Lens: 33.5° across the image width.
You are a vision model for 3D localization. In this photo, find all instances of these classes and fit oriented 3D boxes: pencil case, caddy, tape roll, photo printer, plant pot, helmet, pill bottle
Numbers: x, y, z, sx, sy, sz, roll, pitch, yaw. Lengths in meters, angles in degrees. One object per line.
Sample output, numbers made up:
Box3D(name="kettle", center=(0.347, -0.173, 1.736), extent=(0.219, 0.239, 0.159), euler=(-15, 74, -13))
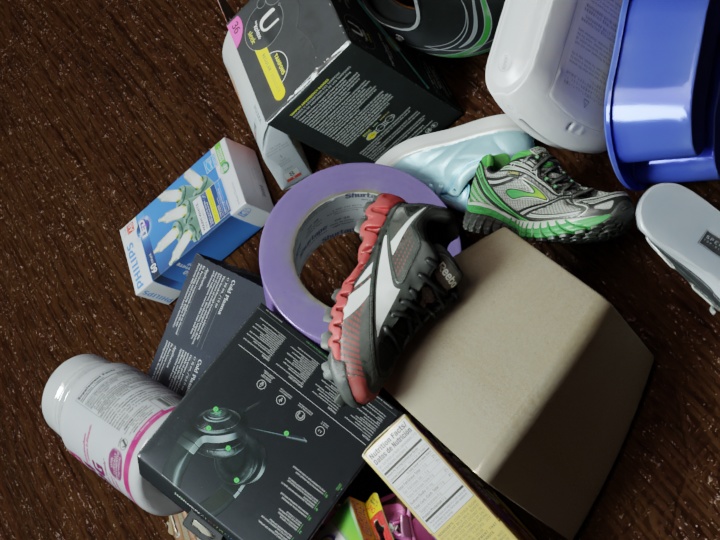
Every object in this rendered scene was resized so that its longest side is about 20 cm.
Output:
Box3D(name="pencil case", center=(-0.004, 0.264, 1.169), extent=(0.199, 0.093, 0.092), euler=(-25, 78, 34))
Box3D(name="caddy", center=(0.271, -0.170, 1.055), extent=(0.104, 0.141, 0.202), euler=(5, 78, 37))
Box3D(name="tape roll", center=(0.000, 0.000, 1.192), extent=(0.197, 0.085, 0.202), euler=(0, 64, 1))
Box3D(name="photo printer", center=(0.200, -0.217, 1.114), extent=(0.069, 0.165, 0.202), euler=(12, 84, 48))
Box3D(name="plant pot", center=(0.139, 0.085, 1.056), extent=(0.178, 0.200, 0.199), euler=(-51, 50, 0))
Box3D(name="helmet", center=(0.102, -0.311, 1.209), extent=(0.191, 0.197, 0.202), euler=(106, 154, -59))
Box3D(name="pill bottle", center=(-0.243, 0.165, 1.252), extent=(0.199, 0.113, 0.114), euler=(23, 90, 43))

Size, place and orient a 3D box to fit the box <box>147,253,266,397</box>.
Box3D(name="box", center=(-0.131, 0.110, 1.320), extent=(0.181, 0.104, 0.202), euler=(24, 92, 43))

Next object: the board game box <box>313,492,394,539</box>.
Box3D(name="board game box", center=(-0.039, 0.299, 1.092), extent=(0.200, 0.030, 0.096), euler=(-51, 30, 15))

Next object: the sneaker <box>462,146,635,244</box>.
Box3D(name="sneaker", center=(0.166, -0.069, 1.090), extent=(0.199, 0.077, 0.086), euler=(13, 101, 52))

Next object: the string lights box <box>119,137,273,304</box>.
Box3D(name="string lights box", center=(-0.201, -0.058, 1.465), extent=(0.199, 0.059, 0.104), euler=(-37, 56, 25))

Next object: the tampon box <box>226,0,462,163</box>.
Box3D(name="tampon box", center=(-0.017, -0.212, 1.269), extent=(0.126, 0.199, 0.151), euler=(-39, 54, 23))

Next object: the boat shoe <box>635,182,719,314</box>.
Box3D(name="boat shoe", center=(0.314, 0.006, 1.008), extent=(0.199, 0.068, 0.074), euler=(36, 88, 17))

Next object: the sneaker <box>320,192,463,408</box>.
Box3D(name="sneaker", center=(0.031, 0.022, 0.993), extent=(0.097, 0.071, 0.202), euler=(0, 56, 29))

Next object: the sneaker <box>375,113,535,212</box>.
Box3D(name="sneaker", center=(0.088, -0.094, 1.226), extent=(0.199, 0.074, 0.083), euler=(-20, 59, 34))

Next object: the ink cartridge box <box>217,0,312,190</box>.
Box3D(name="ink cartridge box", center=(-0.128, -0.207, 1.362), extent=(0.050, 0.200, 0.163), euler=(-27, 57, 7))

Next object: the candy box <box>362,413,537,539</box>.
Box3D(name="candy box", center=(0.094, 0.214, 1.037), extent=(0.056, 0.117, 0.200), euler=(-42, 78, 4))

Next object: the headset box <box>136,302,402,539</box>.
Box3D(name="headset box", center=(-0.090, 0.168, 1.124), extent=(0.173, 0.093, 0.201), euler=(36, 69, 4))

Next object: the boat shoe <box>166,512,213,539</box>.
Box3D(name="boat shoe", center=(-0.188, 0.272, 1.336), extent=(0.072, 0.075, 0.201), euler=(-43, 51, 23))
